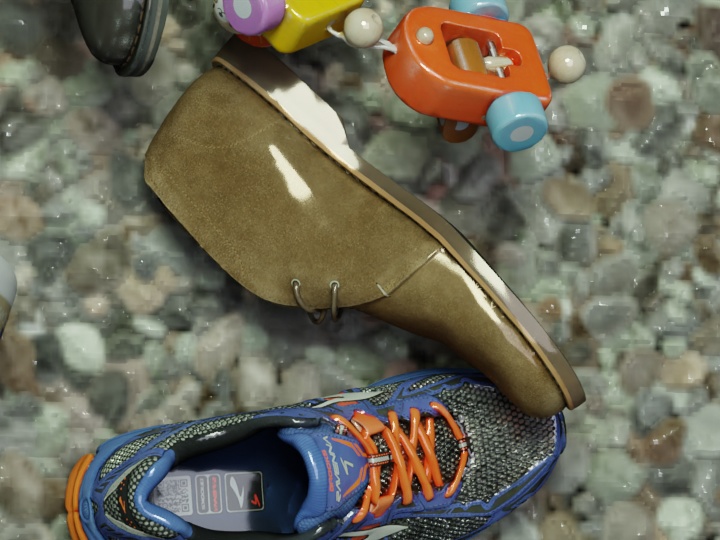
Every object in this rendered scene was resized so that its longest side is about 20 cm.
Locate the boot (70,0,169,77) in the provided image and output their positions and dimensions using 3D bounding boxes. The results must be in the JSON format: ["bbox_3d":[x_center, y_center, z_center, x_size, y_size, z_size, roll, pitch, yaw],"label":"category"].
[{"bbox_3d":[-0.171,-0.150,0.979,0.173,0.069,0.201,-12,73,-28],"label":"boot"}]

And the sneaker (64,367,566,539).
[{"bbox_3d":[-0.011,0.081,1.032,0.198,0.078,0.076,-13,86,-16],"label":"sneaker"}]

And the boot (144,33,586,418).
[{"bbox_3d":[0.000,0.000,1.045,0.200,0.074,0.076,41,81,13],"label":"boot"}]

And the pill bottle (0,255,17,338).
[{"bbox_3d":[-0.206,0.075,0.966,0.110,0.111,0.201,21,78,-11],"label":"pill bottle"}]

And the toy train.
[{"bbox_3d":[-0.004,-0.123,1.057,0.149,0.056,0.201,3,52,-32],"label":"toy train"}]
